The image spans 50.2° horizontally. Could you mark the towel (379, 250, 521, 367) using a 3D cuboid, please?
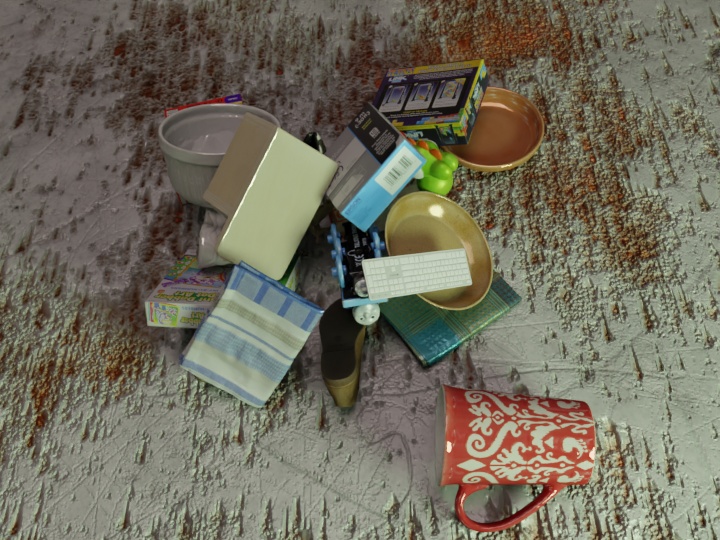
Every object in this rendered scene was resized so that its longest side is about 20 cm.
[{"bbox_3d":[0.135,0.050,1.214,0.198,0.022,0.147,-31,60,-18],"label":"towel"}]

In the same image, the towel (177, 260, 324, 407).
[{"bbox_3d":[-0.158,0.097,1.089,0.145,0.201,0.024,30,26,-10],"label":"towel"}]

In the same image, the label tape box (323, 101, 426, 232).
[{"bbox_3d":[-0.004,-0.176,1.186,0.144,0.066,0.201,-48,44,12],"label":"label tape box"}]

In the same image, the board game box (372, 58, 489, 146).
[{"bbox_3d":[0.118,-0.300,1.394,0.197,0.057,0.167,2,53,30],"label":"board game box"}]

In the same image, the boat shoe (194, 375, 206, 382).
[{"bbox_3d":[-0.171,0.099,1.172,0.197,0.072,0.073,-24,57,-11],"label":"boat shoe"}]

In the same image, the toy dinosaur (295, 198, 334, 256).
[{"bbox_3d":[-0.110,-0.079,1.269,0.196,0.058,0.103,-8,69,12],"label":"toy dinosaur"}]

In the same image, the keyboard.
[{"bbox_3d":[0.085,0.004,1.116,0.197,0.011,0.057,-7,87,-37],"label":"keyboard"}]

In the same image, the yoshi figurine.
[{"bbox_3d":[0.076,-0.173,1.266,0.198,0.111,0.114,24,100,35],"label":"yoshi figurine"}]

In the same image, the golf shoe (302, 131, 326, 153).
[{"bbox_3d":[-0.116,-0.154,1.326,0.076,0.095,0.202,15,60,13],"label":"golf shoe"}]

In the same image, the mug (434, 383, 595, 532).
[{"bbox_3d":[0.202,0.245,1.037,0.196,0.181,0.134,2,19,1],"label":"mug"}]

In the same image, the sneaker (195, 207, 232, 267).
[{"bbox_3d":[-0.210,-0.054,1.243,0.097,0.079,0.201,9,27,-10],"label":"sneaker"}]

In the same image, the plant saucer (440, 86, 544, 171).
[{"bbox_3d":[0.233,-0.253,1.400,0.196,0.038,0.203,-3,55,4],"label":"plant saucer"}]

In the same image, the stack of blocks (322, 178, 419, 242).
[{"bbox_3d":[0.036,-0.135,1.322,0.197,0.059,0.116,-18,57,-8],"label":"stack of blocks"}]

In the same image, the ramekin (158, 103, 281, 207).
[{"bbox_3d":[-0.228,-0.187,1.262,0.196,0.107,0.201,2,34,-2],"label":"ramekin"}]

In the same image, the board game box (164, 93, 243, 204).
[{"bbox_3d":[-0.274,-0.226,1.414,0.149,0.047,0.203,-14,57,-5],"label":"board game box"}]

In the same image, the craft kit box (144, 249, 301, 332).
[{"bbox_3d":[-0.204,0.027,1.185,0.196,0.049,0.198,2,27,6],"label":"craft kit box"}]

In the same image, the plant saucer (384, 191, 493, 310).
[{"bbox_3d":[0.116,-0.026,1.195,0.197,0.035,0.204,14,58,-24],"label":"plant saucer"}]

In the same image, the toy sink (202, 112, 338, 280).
[{"bbox_3d":[-0.148,-0.110,1.151,0.112,0.129,0.203,31,95,48],"label":"toy sink"}]

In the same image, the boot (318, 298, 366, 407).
[{"bbox_3d":[-0.024,0.119,1.158,0.072,0.076,0.202,-3,37,9],"label":"boot"}]

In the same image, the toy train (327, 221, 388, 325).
[{"bbox_3d":[0.000,0.000,1.169,0.085,0.116,0.201,-10,30,-1],"label":"toy train"}]
